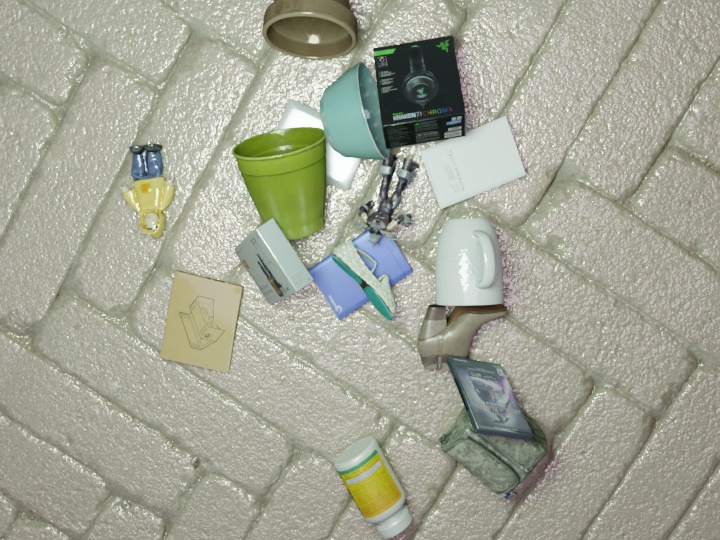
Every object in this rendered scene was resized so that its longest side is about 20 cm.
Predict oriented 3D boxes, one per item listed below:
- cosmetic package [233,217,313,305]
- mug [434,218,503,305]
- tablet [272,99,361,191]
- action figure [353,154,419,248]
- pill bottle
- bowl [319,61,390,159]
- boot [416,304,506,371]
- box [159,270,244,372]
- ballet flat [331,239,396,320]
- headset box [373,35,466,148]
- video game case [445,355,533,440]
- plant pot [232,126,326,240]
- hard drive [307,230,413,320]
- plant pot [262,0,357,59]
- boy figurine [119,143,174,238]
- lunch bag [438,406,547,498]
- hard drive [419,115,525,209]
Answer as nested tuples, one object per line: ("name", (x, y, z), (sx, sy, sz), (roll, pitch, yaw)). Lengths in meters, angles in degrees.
("cosmetic package", (-0.188, -0.014, 1.677), (0.051, 0.199, 0.152), (-33, 93, -25))
("mug", (0.234, -0.019, 1.651), (0.144, 0.200, 0.180), (-2, 91, -12))
("tablet", (-0.092, -0.272, 1.727), (0.197, 0.014, 0.132), (25, 99, 0))
("action figure", (0.060, -0.144, 1.699), (0.128, 0.069, 0.204), (19, 89, 16))
("pill bottle", (0.034, 0.488, 1.772), (0.111, 0.113, 0.202), (-29, 96, 7))
("bowl", (-0.017, -0.314, 1.633), (0.103, 0.201, 0.205), (-14, 97, 16))
("boot", (0.222, 0.148, 1.745), (0.195, 0.070, 0.150), (0, 104, 4))
("box", (-0.357, 0.116, 1.789), (0.160, 0.021, 0.204), (12, 98, 2))
("ballet flat", (0.022, 0.015, 1.709), (0.072, 0.072, 0.200), (-42, 94, 7))
("headset box", (0.121, -0.372, 1.629), (0.170, 0.093, 0.204), (-7, 69, 5))
("video game case", (0.270, 0.266, 1.671), (0.140, 0.202, 0.019), (12, 124, -25))
("plant pot", (-0.153, -0.176, 1.660), (0.196, 0.201, 0.197), (-7, 115, 4))
("hard drive", (0.000, 0.000, 1.752), (0.198, 0.025, 0.133), (-33, 95, 7))
("plant pot", (-0.099, -0.554, 1.615), (0.195, 0.200, 0.179), (2, 81, 3))
("boy figurine", (-0.468, -0.172, 1.737), (0.121, 0.064, 0.205), (-2, 94, 1))
("lunch bag", (0.291, 0.382, 1.736), (0.199, 0.140, 0.169), (37, 109, -3))
("hard drive", (0.241, -0.232, 1.707), (0.196, 0.027, 0.134), (-21, 96, 6))
